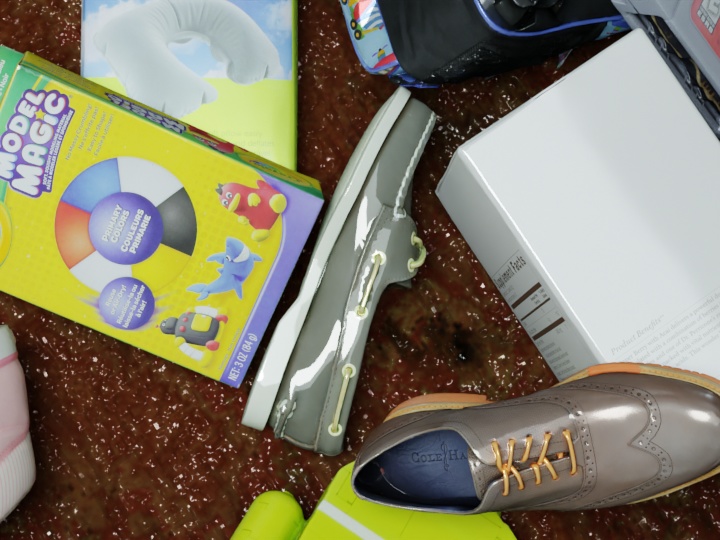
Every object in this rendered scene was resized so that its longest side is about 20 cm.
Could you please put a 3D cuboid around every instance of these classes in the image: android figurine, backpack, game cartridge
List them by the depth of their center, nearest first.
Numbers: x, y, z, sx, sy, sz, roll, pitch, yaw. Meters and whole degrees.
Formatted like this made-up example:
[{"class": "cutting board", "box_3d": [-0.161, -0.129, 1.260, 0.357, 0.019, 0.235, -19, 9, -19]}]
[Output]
[{"class": "android figurine", "box_3d": [0.012, 0.181, 0.870, 0.181, 0.041, 0.201, 31, 57, 0]}, {"class": "game cartridge", "box_3d": [0.203, -0.161, 0.906, 0.041, 0.200, 0.134, 12, 72, 40]}, {"class": "backpack", "box_3d": [0.090, -0.200, 0.920, 0.199, 0.134, 0.184, -15, 82, -36]}]

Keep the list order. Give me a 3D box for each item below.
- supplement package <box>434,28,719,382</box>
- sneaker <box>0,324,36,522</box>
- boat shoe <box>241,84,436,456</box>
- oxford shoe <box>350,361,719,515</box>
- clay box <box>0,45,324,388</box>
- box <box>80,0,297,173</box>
[{"class": "supplement package", "box_3d": [0.147, -0.003, 0.897, 0.121, 0.120, 0.201, -32, 85, -7]}, {"class": "sneaker", "box_3d": [-0.237, 0.104, 0.806, 0.199, 0.075, 0.106, -23, 103, -45]}, {"class": "boat shoe", "box_3d": [0.000, 0.000, 0.911, 0.060, 0.072, 0.204, 24, 85, -2]}, {"class": "oxford shoe", "box_3d": [0.089, 0.092, 0.814, 0.198, 0.073, 0.072, -12, 97, 27]}, {"class": "clay box", "box_3d": [-0.132, -0.030, 0.878, 0.198, 0.048, 0.116, 22, 103, -13]}, {"class": "box", "box_3d": [-0.096, -0.142, 0.938, 0.120, 0.048, 0.203, 0, 81, -5]}]
